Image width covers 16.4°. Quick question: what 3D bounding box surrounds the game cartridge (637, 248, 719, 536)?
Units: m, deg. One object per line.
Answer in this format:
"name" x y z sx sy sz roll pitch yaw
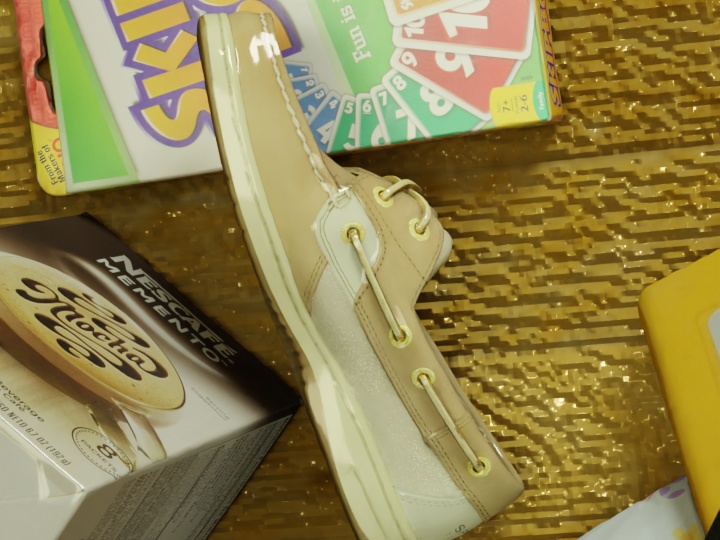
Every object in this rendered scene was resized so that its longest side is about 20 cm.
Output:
"game cartridge" 0.182 0.039 0.759 0.175 0.201 0.032 -28 126 14

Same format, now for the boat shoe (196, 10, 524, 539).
"boat shoe" 0.000 0.000 0.854 0.066 0.074 0.201 -20 104 1

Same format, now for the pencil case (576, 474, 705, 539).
"pencil case" 0.054 0.151 0.840 0.199 0.083 0.091 -32 71 13

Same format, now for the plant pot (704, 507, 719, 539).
"plant pot" 0.151 0.149 0.606 0.198 0.200 0.179 9 102 6

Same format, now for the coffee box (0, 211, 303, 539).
"coffee box" -0.111 0.050 0.823 0.113 0.200 0.080 39 104 10

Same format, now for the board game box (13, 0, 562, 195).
"board game box" -0.032 -0.086 0.888 0.198 0.030 0.096 -8 90 18
